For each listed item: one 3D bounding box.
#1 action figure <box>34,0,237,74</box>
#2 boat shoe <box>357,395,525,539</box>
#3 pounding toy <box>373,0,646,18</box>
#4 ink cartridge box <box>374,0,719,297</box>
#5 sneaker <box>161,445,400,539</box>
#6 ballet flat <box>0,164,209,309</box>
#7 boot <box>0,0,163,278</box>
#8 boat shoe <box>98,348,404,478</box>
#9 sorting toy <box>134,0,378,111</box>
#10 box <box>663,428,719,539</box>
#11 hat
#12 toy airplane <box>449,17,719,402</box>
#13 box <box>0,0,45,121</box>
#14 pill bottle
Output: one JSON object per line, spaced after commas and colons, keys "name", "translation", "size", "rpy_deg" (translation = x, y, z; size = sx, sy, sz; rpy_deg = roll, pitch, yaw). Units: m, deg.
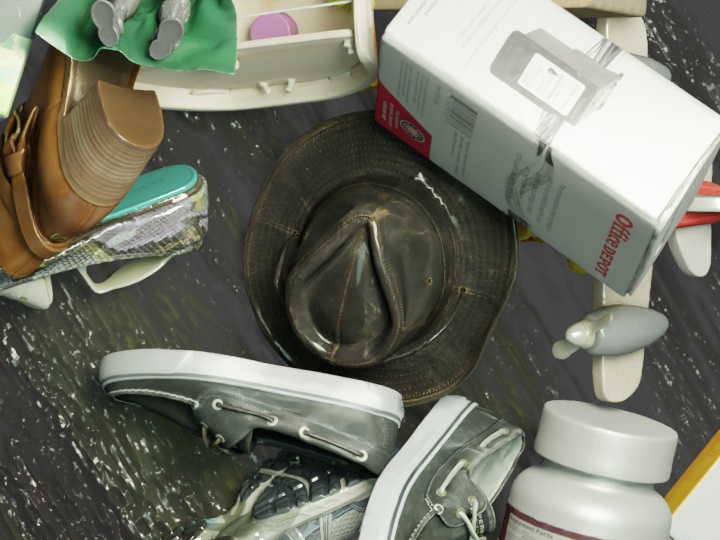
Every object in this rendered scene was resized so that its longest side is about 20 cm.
{"name": "action figure", "translation": [-0.114, -0.194, 1.591], "size": [0.118, 0.200, 0.055], "rpy_deg": [15, 128, -2]}
{"name": "boat shoe", "translation": [0.053, 0.149, 1.689], "size": [0.071, 0.200, 0.072], "rpy_deg": [14, 131, 17]}
{"name": "pounding toy", "translation": [0.117, -0.264, 1.696], "size": [0.184, 0.142, 0.200], "rpy_deg": [2, 92, 26]}
{"name": "ink cartridge box", "translation": [0.112, -0.089, 1.588], "size": [0.200, 0.145, 0.083], "rpy_deg": [35, 74, 8]}
{"name": "sneaker", "translation": [-0.053, 0.182, 1.732], "size": [0.200, 0.078, 0.086], "rpy_deg": [-30, 120, -11]}
{"name": "ballet flat", "translation": [-0.191, -0.011, 1.689], "size": [0.200, 0.072, 0.072], "rpy_deg": [-14, 95, -11]}
{"name": "boot", "translation": [-0.183, -0.105, 1.627], "size": [0.077, 0.155, 0.200], "rpy_deg": [11, 52, -35]}
{"name": "boat shoe", "translation": [-0.073, 0.092, 1.690], "size": [0.200, 0.069, 0.057], "rpy_deg": [8, 72, 5]}
{"name": "sorting toy", "translation": [-0.066, -0.200, 1.676], "size": [0.200, 0.107, 0.180], "rpy_deg": [-5, 80, 25]}
{"name": "box", "translation": [0.268, 0.181, 1.810], "size": [0.119, 0.041, 0.200], "rpy_deg": [41, 81, -11]}
{"name": "hat", "translation": [0.000, 0.000, 1.678], "size": [0.200, 0.081, 0.201], "rpy_deg": [5, 104, 20]}
{"name": "toy airplane", "translation": [0.167, -0.043, 1.726], "size": [0.199, 0.141, 0.200], "rpy_deg": [-45, 100, -8]}
{"name": "box", "translation": [-0.251, -0.206, 1.576], "size": [0.144, 0.036, 0.200], "rpy_deg": [18, 89, -12]}
{"name": "pill bottle", "translation": [0.143, 0.193, 1.734], "size": [0.109, 0.110, 0.200], "rpy_deg": [10, 98, -13]}
